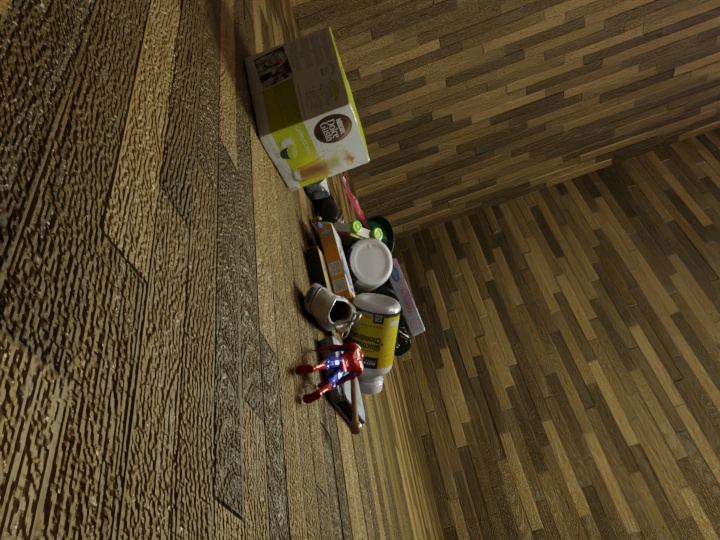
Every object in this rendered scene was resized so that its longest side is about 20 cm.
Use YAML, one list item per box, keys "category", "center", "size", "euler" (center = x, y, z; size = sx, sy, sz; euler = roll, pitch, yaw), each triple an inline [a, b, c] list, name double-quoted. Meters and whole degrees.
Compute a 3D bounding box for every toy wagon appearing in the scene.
- category: "toy wagon"
  center: [-0.042, -0.091, 1.468]
  size: [0.195, 0.153, 0.041]
  euler: [16, 71, -33]

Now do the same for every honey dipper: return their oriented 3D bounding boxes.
- category: "honey dipper"
  center: [-0.011, 0.212, 1.025]
  size: [0.202, 0.037, 0.039]
  euler: [-96, 167, -56]

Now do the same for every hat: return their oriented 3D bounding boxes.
- category: "hat"
  center: [-0.019, -0.110, 1.583]
  size: [0.174, 0.165, 0.204]
  euler: [27, 32, -46]

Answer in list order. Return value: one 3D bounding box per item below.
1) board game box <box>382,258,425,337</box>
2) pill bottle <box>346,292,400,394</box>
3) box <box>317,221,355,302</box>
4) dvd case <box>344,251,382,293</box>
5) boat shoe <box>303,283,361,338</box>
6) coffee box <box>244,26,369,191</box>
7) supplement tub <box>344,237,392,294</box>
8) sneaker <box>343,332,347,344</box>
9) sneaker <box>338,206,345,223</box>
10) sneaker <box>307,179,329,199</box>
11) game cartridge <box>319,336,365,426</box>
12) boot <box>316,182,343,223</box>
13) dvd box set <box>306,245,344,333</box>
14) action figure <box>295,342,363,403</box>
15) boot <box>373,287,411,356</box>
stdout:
- category: "board game box"
  center: [0.108, 0.084, 1.553]
  size: [0.200, 0.040, 0.206]
  euler: [112, -44, -81]
- category: "pill bottle"
  center: [0.024, 0.163, 1.256]
  size: [0.112, 0.108, 0.208]
  euler: [-85, -177, -77]
- category: "box"
  center: [-0.053, -0.014, 1.309]
  size: [0.119, 0.040, 0.207]
  euler: [60, 16, -74]
- category: "dvd case"
  center: [-0.002, 0.027, 1.632]
  size: [0.016, 0.145, 0.204]
  euler: [-48, 133, -35]
- category: "boat shoe"
  center: [-0.039, 0.084, 1.095]
  size: [0.076, 0.084, 0.203]
  euler: [-61, 159, -12]
- category: "coffee box"
  center: [-0.107, -0.332, 1.182]
  size: [0.201, 0.191, 0.206]
  euler: [61, 12, -65]
- category: "supplement tub"
  center: [0.000, 0.000, 1.464]
  size: [0.200, 0.119, 0.127]
  euler: [142, -68, -69]
- category: "sneaker"
  center: [0.002, 0.158, 1.445]
  size: [0.121, 0.080, 0.207]
  euler: [-75, 156, -72]
- category: "sneaker"
  center: [-0.067, -0.112, 1.643]
  size: [0.201, 0.067, 0.103]
  euler: [-93, 168, -67]
- category: "sneaker"
  center: [-0.124, -0.255, 1.447]
  size: [0.201, 0.072, 0.090]
  euler: [87, -5, -74]
- category: "game cartridge"
  center: [-0.036, 0.218, 1.120]
  size: [0.202, 0.039, 0.137]
  euler: [67, 12, -55]
- category: "boot"
  center: [-0.104, -0.193, 1.565]
  size: [0.098, 0.073, 0.201]
  euler: [58, 3, -28]
- category: "dvd box set"
  center: [-0.072, 0.049, 1.276]
  size: [0.201, 0.028, 0.151]
  euler: [62, 13, -71]
- category: "action figure"
  center: [-0.060, 0.164, 0.929]
  size: [0.198, 0.096, 0.068]
  euler: [-10, 85, -63]
- category: "boot"
  center: [0.059, 0.102, 1.463]
  size: [0.159, 0.077, 0.216]
  euler: [-116, -173, -56]
